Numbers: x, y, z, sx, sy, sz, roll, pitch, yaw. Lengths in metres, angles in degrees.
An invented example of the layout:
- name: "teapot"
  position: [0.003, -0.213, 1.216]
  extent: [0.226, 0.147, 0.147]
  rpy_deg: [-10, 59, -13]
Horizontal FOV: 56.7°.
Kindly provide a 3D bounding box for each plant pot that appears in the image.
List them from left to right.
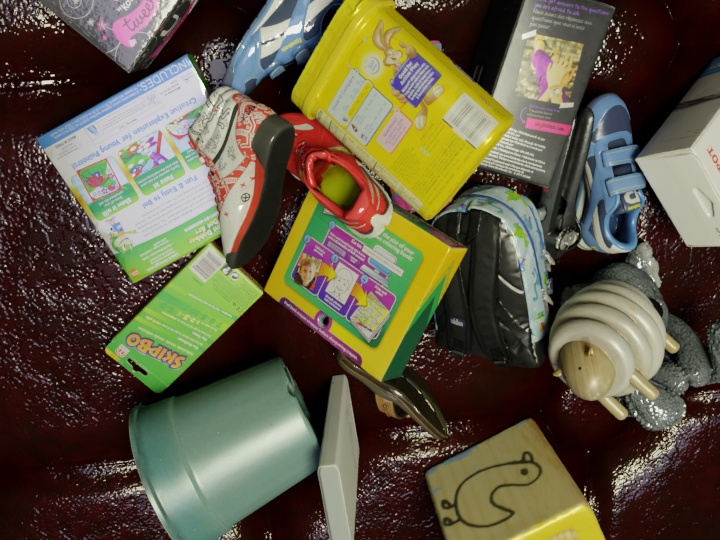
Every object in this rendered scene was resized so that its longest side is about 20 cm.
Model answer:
- name: "plant pot"
  position: [-0.157, 0.218, 0.845]
  extent: [0.194, 0.200, 0.202]
  rpy_deg: [-27, 111, -6]

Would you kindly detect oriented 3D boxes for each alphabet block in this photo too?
- name: "alphabet block"
  position: [0.224, 0.370, 0.935]
  extent: [0.194, 0.200, 0.198]
  rpy_deg: [-29, 110, 3]

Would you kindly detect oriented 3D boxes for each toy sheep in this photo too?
- name: "toy sheep"
  position: [0.288, 0.079, 0.770]
  extent: [0.136, 0.200, 0.140]
  rpy_deg: [18, 126, 28]

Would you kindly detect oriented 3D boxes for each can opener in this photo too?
- name: "can opener"
  position: [0.242, -0.100, 0.816]
  extent: [0.063, 0.079, 0.202]
  rpy_deg: [-20, 130, -29]

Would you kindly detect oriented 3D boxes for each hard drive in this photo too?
- name: "hard drive"
  position: [-0.025, 0.243, 0.856]
  extent: [0.026, 0.200, 0.134]
  rpy_deg: [-7, 110, 4]

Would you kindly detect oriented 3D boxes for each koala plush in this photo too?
- name: "koala plush"
  position: [0.370, 0.078, 0.894]
  extent: [0.176, 0.184, 0.201]
  rpy_deg: [-33, 89, -5]

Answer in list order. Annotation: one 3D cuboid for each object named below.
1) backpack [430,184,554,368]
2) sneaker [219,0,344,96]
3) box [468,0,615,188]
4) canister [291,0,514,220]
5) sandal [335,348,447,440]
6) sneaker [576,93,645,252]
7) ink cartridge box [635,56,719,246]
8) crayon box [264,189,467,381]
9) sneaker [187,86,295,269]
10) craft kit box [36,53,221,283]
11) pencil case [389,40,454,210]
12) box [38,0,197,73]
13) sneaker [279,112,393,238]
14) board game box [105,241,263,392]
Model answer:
- name: "backpack"
  position: [0.157, -0.002, 0.823]
  extent: [0.154, 0.162, 0.202]
  rpy_deg: [-48, 127, -33]
- name: "sneaker"
  position: [-0.086, -0.254, 0.745]
  extent: [0.082, 0.074, 0.201]
  rpy_deg: [35, 102, -19]
- name: "box"
  position: [0.186, -0.214, 0.768]
  extent: [0.105, 0.122, 0.203]
  rpy_deg: [14, 106, -11]
- name: "canister"
  position: [0.042, -0.170, 0.701]
  extent: [0.200, 0.086, 0.149]
  rpy_deg: [43, 125, 5]
- name: "sandal"
  position: [0.038, 0.165, 0.907]
  extent: [0.199, 0.082, 0.055]
  rpy_deg: [35, 118, -19]
- name: "sneaker"
  position: [0.315, -0.115, 0.828]
  extent: [0.073, 0.082, 0.203]
  rpy_deg: [-14, 112, -16]
- name: "ink cartridge box"
  position: [0.445, -0.148, 0.806]
  extent: [0.200, 0.086, 0.147]
  rpy_deg: [-46, 110, -17]
- name: "crayon box"
  position: [0.000, 0.000, 0.792]
  extent: [0.199, 0.058, 0.174]
  rpy_deg: [34, 105, 27]
- name: "sneaker"
  position: [-0.145, -0.105, 0.755]
  extent: [0.107, 0.067, 0.203]
  rpy_deg: [35, 130, 15]
- name: "craft kit box"
  position: [-0.235, -0.117, 0.789]
  extent: [0.198, 0.049, 0.199]
  rpy_deg: [-27, 108, 2]
- name: "pencil case"
  position: [0.065, -0.168, 0.792]
  extent: [0.087, 0.089, 0.203]
  rpy_deg: [-9, 111, -4]
- name: "box"
  position: [-0.222, -0.323, 0.680]
  extent: [0.132, 0.115, 0.201]
  rpy_deg: [37, 101, -17]
- name: "sneaker"
  position: [-0.041, -0.120, 0.739]
  extent: [0.200, 0.085, 0.077]
  rpy_deg: [44, 99, 25]
- name: "board game box"
  position: [-0.227, 0.062, 0.860]
  extent: [0.200, 0.030, 0.096]
  rpy_deg: [-44, 108, 5]
